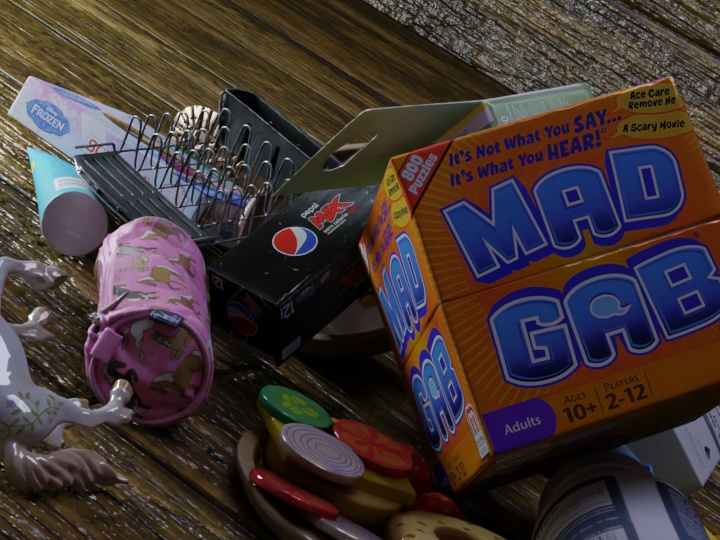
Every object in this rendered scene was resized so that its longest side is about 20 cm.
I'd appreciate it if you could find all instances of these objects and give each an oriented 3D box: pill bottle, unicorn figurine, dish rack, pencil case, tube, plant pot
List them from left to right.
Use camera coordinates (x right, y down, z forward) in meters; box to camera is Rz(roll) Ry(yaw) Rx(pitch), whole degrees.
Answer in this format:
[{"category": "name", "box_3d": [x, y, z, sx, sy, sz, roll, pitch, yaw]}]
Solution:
[{"category": "unicorn figurine", "box_3d": [-0.218, 0.047, 1.008, 0.200, 0.074, 0.137, 42, 30, 25]}, {"category": "tube", "box_3d": [-0.233, -0.063, 1.416, 0.077, 0.051, 0.200, 32, 8, -17]}, {"category": "pencil case", "box_3d": [-0.143, 0.030, 1.197, 0.082, 0.087, 0.200, -8, 20, -3]}, {"category": "dish rack", "box_3d": [-0.119, -0.077, 1.380, 0.199, 0.055, 0.153, -12, 41, -45]}, {"category": "plant pot", "box_3d": [0.000, 0.000, 1.444, 0.201, 0.201, 0.093, 37, -21, 31]}, {"category": "pill bottle", "box_3d": [0.171, 0.197, 1.133, 0.119, 0.120, 0.200, 26, 15, -9]}]

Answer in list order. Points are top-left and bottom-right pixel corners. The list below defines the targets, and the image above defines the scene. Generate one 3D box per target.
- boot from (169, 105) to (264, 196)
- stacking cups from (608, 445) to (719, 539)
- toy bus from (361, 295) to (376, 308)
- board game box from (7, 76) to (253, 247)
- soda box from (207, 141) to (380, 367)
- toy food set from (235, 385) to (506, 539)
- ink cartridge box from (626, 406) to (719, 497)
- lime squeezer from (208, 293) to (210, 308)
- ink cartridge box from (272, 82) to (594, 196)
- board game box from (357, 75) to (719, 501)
[{"category": "boot", "box_3d": [-0.095, -0.082, 1.685, 0.200, 0.075, 0.107, 41, 15, 14]}, {"category": "stacking cups", "box_3d": [0.183, 0.152, 1.303, 0.200, 0.060, 0.061, 46, 13, -8]}, {"category": "toy bus", "box_3d": [0.062, 0.016, 1.612, 0.199, 0.079, 0.065, 17, 18, -36]}, {"category": "board game box", "box_3d": [-0.178, -0.087, 1.535, 0.199, 0.041, 0.200, 34, 6, 19]}, {"category": "soda box", "box_3d": [-0.026, -0.016, 1.320, 0.070, 0.064, 0.200, 26, 46, 28]}, {"category": "toy food set", "box_3d": [0.008, 0.150, 1.131, 0.197, 0.049, 0.200, 21, 17, -25]}, {"category": "ink cartridge box", "box_3d": [0.237, 0.114, 1.486, 0.147, 0.084, 0.200, 63, 20, 2]}, {"category": "lime squeezer", "box_3d": [-0.057, 0.017, 1.361, 0.199, 0.038, 0.071, -15, 38, -13]}, {"category": "ink cartridge box", "box_3d": [0.057, -0.075, 1.251, 0.199, 0.145, 0.048, -12, 75, -34]}, {"category": "board game box", "box_3d": [0.131, 0.019, 1.188, 0.200, 0.199, 0.201, 112, -40, -73]}]
